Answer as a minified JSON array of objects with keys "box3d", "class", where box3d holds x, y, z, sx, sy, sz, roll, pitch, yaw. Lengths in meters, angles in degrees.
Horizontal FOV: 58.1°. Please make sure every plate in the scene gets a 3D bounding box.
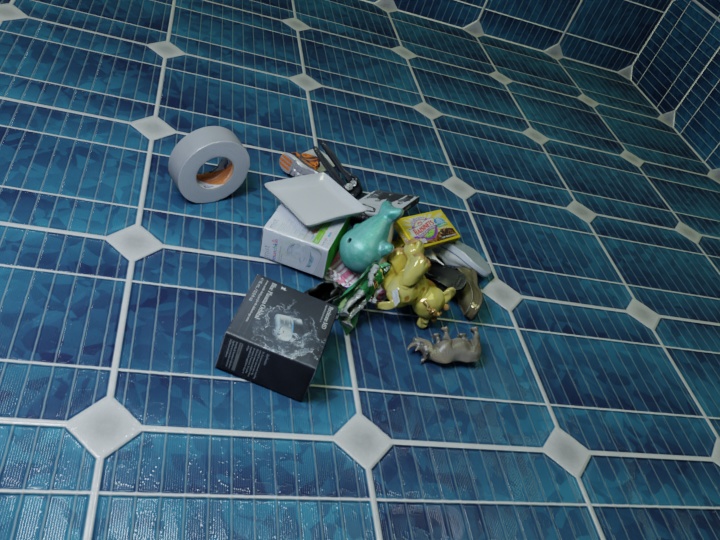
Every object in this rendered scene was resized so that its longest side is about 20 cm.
[{"box3d":[-0.117,-0.178,1.666,0.199,0.032,0.200,-18,48,-38],"class":"plate"}]

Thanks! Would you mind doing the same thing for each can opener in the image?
[{"box3d":[-0.069,-0.295,1.922,0.200,0.063,0.079,47,-5,-13],"class":"can opener"}]

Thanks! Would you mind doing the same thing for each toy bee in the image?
[{"box3d":[0.048,-0.082,1.750,0.199,0.131,0.109,26,75,-23],"class":"toy bee"}]

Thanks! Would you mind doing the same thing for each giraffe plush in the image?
[{"box3d":[0.144,0.047,1.598,0.162,0.172,0.201,32,44,-27],"class":"giraffe plush"}]

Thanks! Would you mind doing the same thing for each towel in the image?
[{"box3d":[0.000,0.000,1.689,0.199,0.030,0.146,32,39,10],"class":"towel"}]

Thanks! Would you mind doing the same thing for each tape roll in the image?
[{"box3d":[-0.386,-0.269,1.664,0.200,0.201,0.066,-13,53,-36],"class":"tape roll"}]

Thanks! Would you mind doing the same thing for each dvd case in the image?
[{"box3d":[0.061,-0.186,1.875,0.150,0.025,0.200,12,30,28],"class":"dvd case"}]

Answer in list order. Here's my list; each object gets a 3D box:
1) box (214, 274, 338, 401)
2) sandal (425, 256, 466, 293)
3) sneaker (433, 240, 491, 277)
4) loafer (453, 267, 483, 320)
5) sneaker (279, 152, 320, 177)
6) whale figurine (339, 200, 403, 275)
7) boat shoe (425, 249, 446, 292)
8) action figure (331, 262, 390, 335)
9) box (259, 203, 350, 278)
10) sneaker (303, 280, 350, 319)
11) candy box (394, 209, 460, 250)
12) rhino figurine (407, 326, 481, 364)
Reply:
[{"box3d":[-0.173,0.139,1.380,0.199,0.118,0.197,23,39,-3],"class":"box"},{"box3d":[0.181,-0.003,1.685,0.199,0.043,0.076,17,63,18],"class":"sandal"},{"box3d":[0.276,-0.037,1.837,0.200,0.071,0.073,35,33,-3],"class":"sneaker"},{"box3d":[0.278,0.059,1.731,0.067,0.076,0.200,16,30,-8],"class":"loafer"},{"box3d":[-0.135,-0.287,1.906,0.200,0.078,0.112,44,34,11],"class":"sneaker"},{"box3d":[0.023,-0.087,1.622,0.104,0.201,0.159,28,8,-44],"class":"whale figurine"},{"box3d":[0.187,0.002,1.755,0.069,0.071,0.200,-18,46,-14],"class":"boat shoe"},{"box3d":[0.013,0.047,1.534,0.054,0.118,0.200,17,51,28],"class":"action figure"},{"box3d":[-0.138,-0.099,1.661,0.176,0.097,0.200,18,38,6],"class":"box"},{"box3d":[-0.060,0.063,1.531,0.199,0.100,0.070,-13,53,-36],"class":"sneaker"},{"box3d":[0.180,-0.108,1.752,0.199,0.026,0.102,-16,64,-44],"class":"candy box"},{"box3d":[0.204,0.185,1.559,0.199,0.060,0.088,0,55,-21],"class":"rhino figurine"}]
